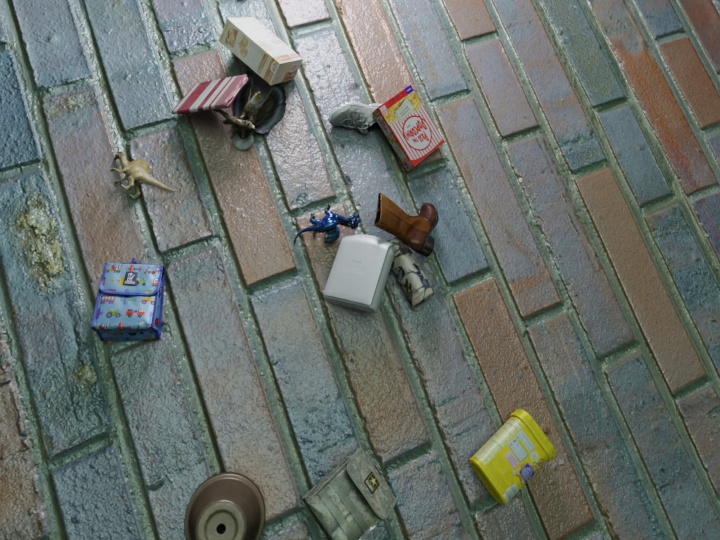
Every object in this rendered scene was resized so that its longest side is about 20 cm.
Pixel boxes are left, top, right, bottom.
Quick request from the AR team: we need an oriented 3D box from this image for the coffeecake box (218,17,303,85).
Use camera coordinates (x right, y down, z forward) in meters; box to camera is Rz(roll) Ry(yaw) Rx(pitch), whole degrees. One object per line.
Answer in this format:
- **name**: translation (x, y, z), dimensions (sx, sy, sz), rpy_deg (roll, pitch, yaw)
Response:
- **coffeecake box**: translation (-0.286, -0.641, 1.574), dimensions (0.198, 0.074, 0.154), rpy_deg (40, 32, 1)

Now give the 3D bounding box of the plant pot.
- **plant pot**: translation (-0.314, 0.577, 1.236), dimensions (0.192, 0.175, 0.209), rpy_deg (2, 75, -9)

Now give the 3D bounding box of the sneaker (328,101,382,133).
- **sneaker**: translation (0.000, -0.450, 1.618), dimensions (0.192, 0.075, 0.085), rpy_deg (-8, 75, -14)

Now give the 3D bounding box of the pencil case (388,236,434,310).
- **pencil case**: translation (0.131, 0.008, 1.524), dimensions (0.077, 0.089, 0.204), rpy_deg (-23, 80, -44)

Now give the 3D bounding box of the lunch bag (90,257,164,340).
- **lunch bag**: translation (-0.581, 0.066, 1.375), dimensions (0.144, 0.095, 0.207), rpy_deg (0, 63, -10)

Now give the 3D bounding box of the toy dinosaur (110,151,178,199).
- **toy dinosaur**: translation (-0.600, -0.250, 1.458), dimensions (0.196, 0.058, 0.103), rpy_deg (33, 71, -1)

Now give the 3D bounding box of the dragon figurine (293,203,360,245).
- **dragon figurine**: translation (-0.091, -0.120, 1.503), dimensions (0.197, 0.060, 0.099), rpy_deg (-32, 54, -24)

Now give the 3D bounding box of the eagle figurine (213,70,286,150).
- **eagle figurine**: translation (-0.310, -0.464, 1.552), dimensions (0.154, 0.146, 0.204), rpy_deg (58, 31, -33)

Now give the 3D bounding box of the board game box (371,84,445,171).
- **board game box**: translation (0.146, -0.429, 1.627), dimensions (0.150, 0.046, 0.203), rpy_deg (-39, 99, -25)

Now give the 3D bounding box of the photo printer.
- **photo printer**: translation (0.000, 0.000, 1.472), dimensions (0.161, 0.070, 0.206), rpy_deg (11, 71, 26)

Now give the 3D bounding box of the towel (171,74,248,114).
- **towel**: translation (-0.416, -0.483, 1.500), dimensions (0.193, 0.023, 0.147), rpy_deg (1, 49, 27)

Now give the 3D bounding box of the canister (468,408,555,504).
- **canister**: translation (0.402, 0.497, 1.444), dimensions (0.198, 0.087, 0.150), rpy_deg (-37, 84, -16)

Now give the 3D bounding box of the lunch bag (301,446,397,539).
- **lunch bag**: translation (-0.019, 0.561, 1.330), dimensions (0.198, 0.118, 0.166), rpy_deg (-36, 83, -23)

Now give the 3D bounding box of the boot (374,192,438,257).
- **boot**: translation (0.123, -0.156, 1.527), dimensions (0.196, 0.068, 0.194), rpy_deg (29, 57, -22)
